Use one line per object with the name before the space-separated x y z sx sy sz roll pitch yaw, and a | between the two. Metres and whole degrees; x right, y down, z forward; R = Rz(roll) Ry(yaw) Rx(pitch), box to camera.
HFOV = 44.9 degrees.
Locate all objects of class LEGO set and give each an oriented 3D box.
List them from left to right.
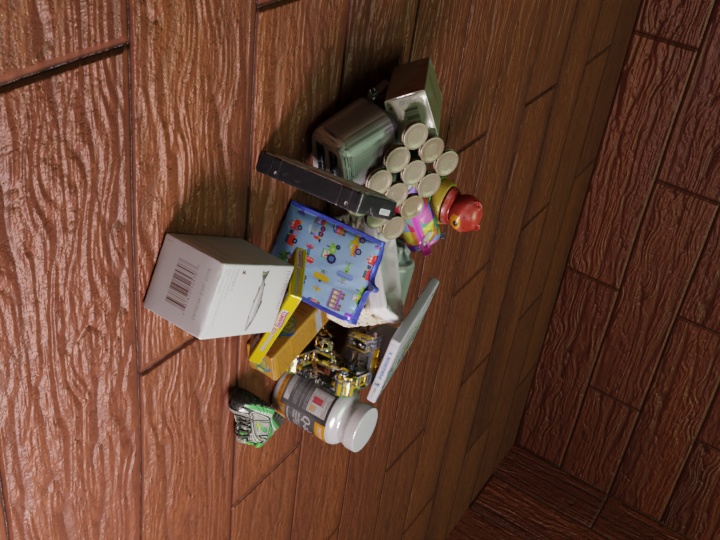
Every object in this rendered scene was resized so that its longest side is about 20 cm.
LEGO set | -0.051 0.152 1.693 0.152 0.198 0.119 -6 111 -48

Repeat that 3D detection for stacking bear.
stacking bear | 0.167 -0.145 1.852 0.113 0.197 0.124 -39 146 -43

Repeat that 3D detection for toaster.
toaster | -0.009 -0.204 1.519 0.128 0.113 0.203 -34 145 -27

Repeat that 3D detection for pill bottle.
pill bottle | -0.071 0.272 1.737 0.116 0.197 0.118 -44 148 -37

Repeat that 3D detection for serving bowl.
serving bowl | 0.002 0.180 1.845 0.199 0.066 0.200 -42 178 -2

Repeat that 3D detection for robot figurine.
robot figurine | 0.049 0.026 1.868 0.168 0.111 0.204 -20 131 -55

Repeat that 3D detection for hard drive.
hard drive | -0.052 -0.136 1.399 0.139 0.197 0.039 5 107 -64

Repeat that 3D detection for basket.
basket | 0.000 0.000 1.634 0.135 0.120 0.205 36 45 -66

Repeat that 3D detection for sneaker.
sneaker | -0.201 0.282 1.623 0.086 0.077 0.201 -57 156 -16

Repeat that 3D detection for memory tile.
memory tile | 0.075 -0.154 1.521 0.152 0.017 0.201 28 106 -45

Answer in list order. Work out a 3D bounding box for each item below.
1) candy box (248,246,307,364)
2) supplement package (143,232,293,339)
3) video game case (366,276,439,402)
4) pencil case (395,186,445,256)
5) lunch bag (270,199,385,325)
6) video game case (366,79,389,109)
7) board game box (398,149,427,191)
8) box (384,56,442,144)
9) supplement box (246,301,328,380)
candy box | -0.139 0.061 1.459 0.201 0.026 0.104 126 -22 -44
supplement package | -0.209 0.022 1.316 0.199 0.115 0.119 0 112 -65
video game case | 0.083 0.134 1.695 0.201 0.022 0.184 -53 168 -45
pencil case | 0.103 -0.131 1.760 0.089 0.087 0.202 -50 130 -31
lunch bag | -0.053 -0.010 1.513 0.094 0.197 0.154 12 103 -65
video game case | 0.017 -0.243 1.671 0.143 0.017 0.202 -50 151 -32
board game box | 0.095 -0.226 1.625 0.105 0.023 0.201 -53 -160 17
box | 0.099 -0.308 1.583 0.201 0.076 0.097 -78 151 -58
supplement box | -0.127 0.107 1.632 0.201 0.065 0.070 -50 152 -33
